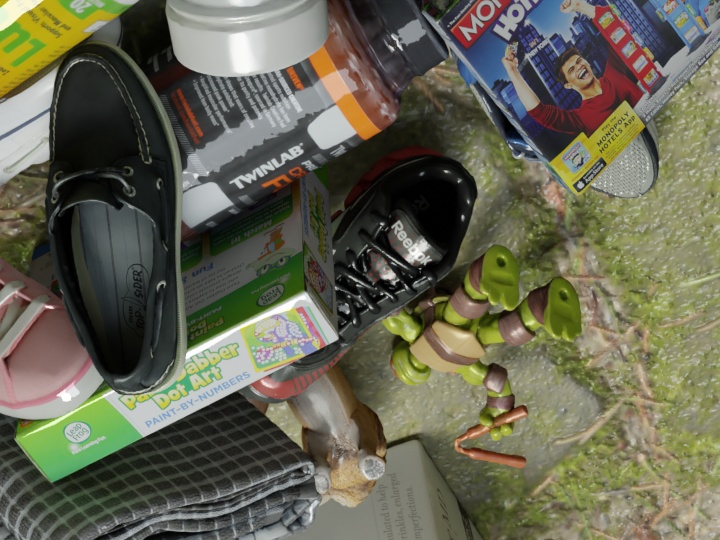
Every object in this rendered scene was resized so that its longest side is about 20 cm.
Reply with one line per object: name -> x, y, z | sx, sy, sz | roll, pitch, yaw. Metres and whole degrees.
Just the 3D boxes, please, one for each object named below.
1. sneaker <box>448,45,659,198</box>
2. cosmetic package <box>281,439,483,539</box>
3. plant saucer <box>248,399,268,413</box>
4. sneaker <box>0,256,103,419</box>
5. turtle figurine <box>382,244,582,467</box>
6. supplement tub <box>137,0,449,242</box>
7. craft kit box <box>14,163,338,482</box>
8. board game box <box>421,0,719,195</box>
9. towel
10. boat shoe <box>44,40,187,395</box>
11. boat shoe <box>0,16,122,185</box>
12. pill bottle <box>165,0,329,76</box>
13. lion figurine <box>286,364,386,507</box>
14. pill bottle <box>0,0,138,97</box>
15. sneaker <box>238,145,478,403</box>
sneaker -> 0.114, -0.093, 1.660 | 0.077, 0.086, 0.200 | -31, 129, 26
cosmetic package -> 0.016, 0.262, 1.910 | 0.164, 0.166, 0.200 | -22, 133, 10
plant saucer -> -0.155, 0.092, 1.816 | 0.199, 0.037, 0.201 | -5, 133, -6
sneaker -> -0.236, 0.014, 1.592 | 0.075, 0.200, 0.105 | -51, 138, -12
turtle figurine -> 0.072, 0.045, 1.787 | 0.200, 0.065, 0.161 | 40, 140, -17
supplement tub -> -0.050, -0.106, 1.604 | 0.199, 0.107, 0.107 | -29, 130, 9
craft kit box -> -0.109, 0.013, 1.641 | 0.199, 0.198, 0.049 | -26, 119, 15
board game box -> 0.125, -0.184, 1.559 | 0.200, 0.062, 0.200 | -46, 121, -7
towel -> -0.141, 0.121, 1.672 | 0.199, 0.165, 0.086 | -19, 128, -32
boat shoe -> -0.141, -0.028, 1.521 | 0.074, 0.066, 0.201 | -4, 92, 14
boat shoe -> -0.203, -0.096, 1.622 | 0.199, 0.074, 0.067 | -28, 135, 31
pill bottle -> -0.071, -0.214, 1.476 | 0.113, 0.115, 0.201 | -9, 119, -2
lion figurine -> -0.035, 0.073, 1.769 | 0.072, 0.123, 0.201 | -20, 109, 2
pill bottle -> -0.223, -0.150, 1.535 | 0.199, 0.111, 0.111 | -33, 129, 19
sneaker -> 0.000, 0.000, 1.660 | 0.071, 0.098, 0.201 | 47, 72, -13
